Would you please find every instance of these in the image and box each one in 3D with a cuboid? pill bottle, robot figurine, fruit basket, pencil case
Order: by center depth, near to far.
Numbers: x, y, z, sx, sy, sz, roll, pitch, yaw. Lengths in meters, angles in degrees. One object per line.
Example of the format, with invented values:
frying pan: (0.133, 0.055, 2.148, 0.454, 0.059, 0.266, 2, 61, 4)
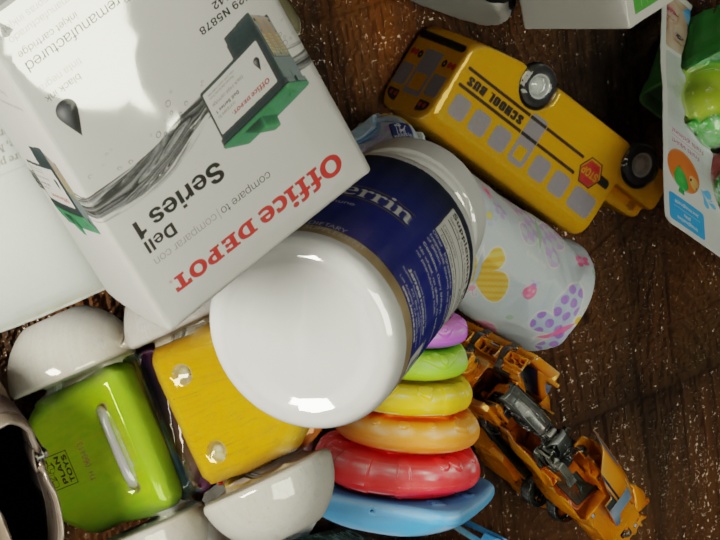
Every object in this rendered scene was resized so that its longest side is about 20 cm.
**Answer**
pill bottle: (0.000, 0.000, 1.484, 0.200, 0.115, 0.117, -48, 136, -60)
pencil case: (0.065, -0.023, 1.692, 0.083, 0.091, 0.200, -43, 126, 19)
robot figurine: (0.112, 0.106, 1.733, 0.058, 0.145, 0.200, -50, 133, -14)
fruit basket: (0.265, -0.076, 1.743, 0.093, 0.201, 0.185, -32, 131, 32)

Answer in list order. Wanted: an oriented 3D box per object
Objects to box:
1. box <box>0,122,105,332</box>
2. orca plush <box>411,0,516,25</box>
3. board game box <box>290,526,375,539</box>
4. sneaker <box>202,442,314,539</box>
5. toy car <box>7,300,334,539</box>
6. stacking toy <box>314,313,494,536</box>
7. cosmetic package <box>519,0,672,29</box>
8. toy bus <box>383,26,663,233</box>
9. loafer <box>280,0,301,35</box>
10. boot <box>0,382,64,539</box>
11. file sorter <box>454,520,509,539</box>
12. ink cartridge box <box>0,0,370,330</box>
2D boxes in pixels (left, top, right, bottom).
box: (-0.182, -0.097, 1.442, 0.199, 0.199, 0.172, -24, 116, -22)
orca plush: (0.033, -0.213, 1.609, 0.199, 0.105, 0.072, 15, 81, -37)
board game box: (-0.055, 0.233, 1.647, 0.136, 0.028, 0.200, -64, 165, 7)
sneaker: (-0.055, 0.129, 1.680, 0.088, 0.075, 0.201, 1, 107, -49)
toy car: (-0.106, 0.088, 1.570, 0.199, 0.150, 0.176, -24, 91, 18)
stacking toy: (0.029, 0.057, 1.624, 0.110, 0.115, 0.202, -28, 124, -70)
cosmetic package: (0.178, -0.234, 1.655, 0.200, 0.084, 0.108, -35, 120, -46)
toy bus: (0.113, -0.089, 1.712, 0.200, 0.065, 0.079, 34, 86, -35)
loafer: (-0.080, -0.159, 1.574, 0.069, 0.075, 0.201, -28, 123, -36)
boot: (-0.216, 0.144, 1.525, 0.070, 0.146, 0.201, -30, 118, -22)
file sorter: (0.057, 0.271, 1.749, 0.138, 0.122, 0.201, 28, 89, -38)
ink cartridge box: (-0.105, -0.093, 1.318, 0.146, 0.084, 0.201, -39, 120, -15)
